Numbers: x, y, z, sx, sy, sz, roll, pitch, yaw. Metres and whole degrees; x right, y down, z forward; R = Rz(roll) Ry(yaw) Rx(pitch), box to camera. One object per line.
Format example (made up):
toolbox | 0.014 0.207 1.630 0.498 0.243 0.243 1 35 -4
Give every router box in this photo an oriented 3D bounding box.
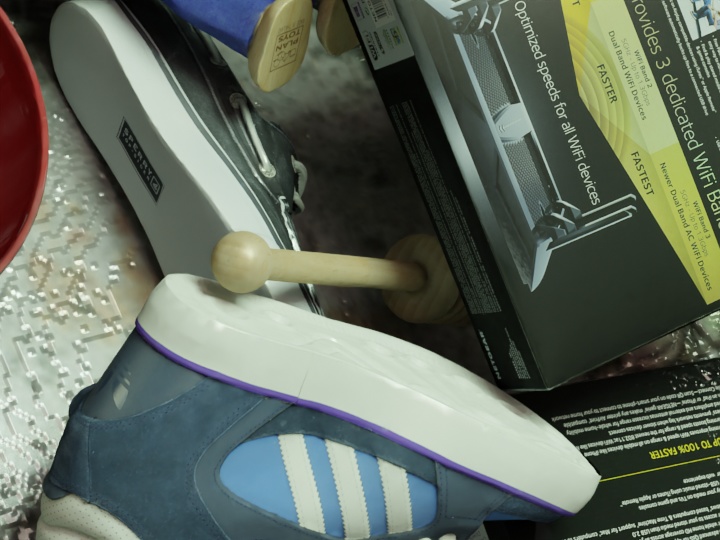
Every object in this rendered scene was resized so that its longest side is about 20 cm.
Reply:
router box | 0.093 -0.073 0.940 0.157 0.052 0.200 -23 95 -19
router box | 0.137 0.115 0.993 0.200 0.051 0.149 -8 68 -30

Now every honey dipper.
honey dipper | 0.000 0.000 0.935 0.038 0.038 0.200 63 21 16

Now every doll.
doll | -0.093 -0.143 0.984 0.200 0.048 0.136 33 45 28

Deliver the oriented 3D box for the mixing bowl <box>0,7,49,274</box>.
mixing bowl | -0.223 -0.036 0.863 0.200 0.108 0.200 13 56 -20

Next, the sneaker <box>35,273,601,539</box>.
sneaker | -0.023 0.097 0.898 0.200 0.147 0.081 22 13 -25

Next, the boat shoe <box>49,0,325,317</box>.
boat shoe | -0.054 -0.034 0.977 0.068 0.072 0.200 -19 65 -32
